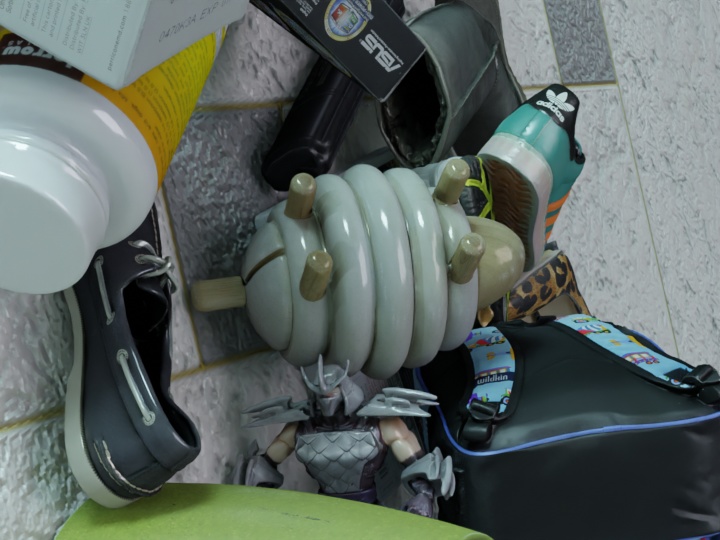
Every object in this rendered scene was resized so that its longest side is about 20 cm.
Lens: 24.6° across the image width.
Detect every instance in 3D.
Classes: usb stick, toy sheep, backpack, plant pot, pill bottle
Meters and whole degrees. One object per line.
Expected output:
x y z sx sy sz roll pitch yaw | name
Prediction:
-0.015 -0.123 1.086 0.033 0.055 0.201 44 40 -20 | usb stick
0.000 0.000 0.961 0.138 0.198 0.139 178 -90 -78 | toy sheep
0.122 0.106 1.032 0.200 0.181 0.136 -124 -153 -71 | backpack
-0.026 0.184 0.802 0.187 0.199 0.189 30 54 -52 | plant pot
-0.137 -0.087 0.805 0.109 0.109 0.201 54 36 -35 | pill bottle

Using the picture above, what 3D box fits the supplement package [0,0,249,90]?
-0.143 -0.187 0.720 0.117 0.199 0.118 -44 161 -55 | supplement package

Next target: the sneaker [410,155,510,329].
0.059 -0.005 1.117 0.201 0.076 0.076 71 21 -48 | sneaker

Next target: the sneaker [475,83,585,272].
0.119 -0.062 1.154 0.080 0.071 0.200 -50 171 -15 | sneaker

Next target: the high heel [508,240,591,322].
0.150 0.058 1.283 0.144 0.071 0.200 69 21 -2 | high heel

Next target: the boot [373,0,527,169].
0.069 -0.112 1.169 0.200 0.072 0.183 -71 145 -63 | boot

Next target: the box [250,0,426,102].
-0.068 -0.193 0.934 0.160 0.044 0.200 43 2 42 | box

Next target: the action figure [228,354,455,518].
-0.004 0.142 0.941 0.069 0.129 0.202 -37 122 -60 | action figure

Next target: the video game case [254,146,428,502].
0.010 0.033 1.104 0.182 0.023 0.201 -34 108 -59 | video game case

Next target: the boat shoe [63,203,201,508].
-0.110 0.019 0.840 0.073 0.062 0.201 33 41 -46 | boat shoe
